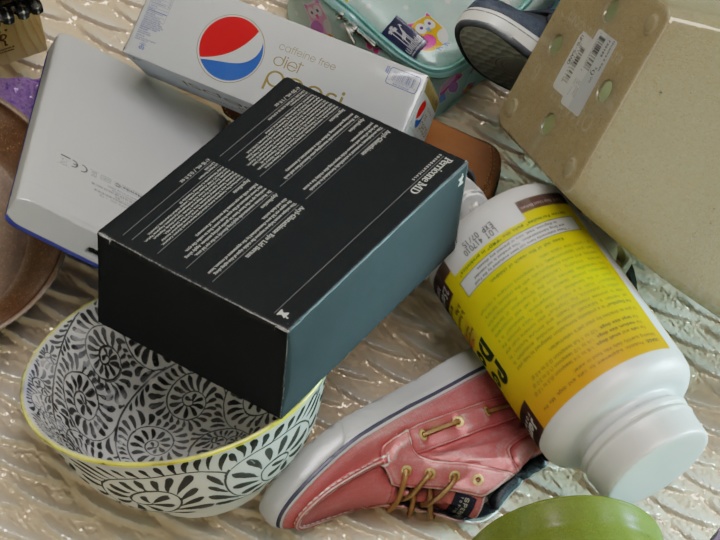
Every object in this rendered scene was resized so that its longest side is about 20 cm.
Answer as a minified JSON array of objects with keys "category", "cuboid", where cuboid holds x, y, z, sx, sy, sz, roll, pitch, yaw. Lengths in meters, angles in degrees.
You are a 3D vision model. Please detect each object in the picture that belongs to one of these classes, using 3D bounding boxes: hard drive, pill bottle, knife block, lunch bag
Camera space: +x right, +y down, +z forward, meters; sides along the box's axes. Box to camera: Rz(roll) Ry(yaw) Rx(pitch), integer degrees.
[{"category":"hard drive","cuboid":[-0.156,-0.068,1.648,0.132,0.025,0.200,27,32,-16]},{"category":"pill bottle","cuboid":[0.136,0.049,1.614,0.109,0.109,0.200,-22,62,-23]},{"category":"knife block","cuboid":[-0.263,-0.224,1.664,0.064,0.176,0.200,-19,54,-11]},{"category":"lunch bag","cuboid":[0.050,-0.213,1.811,0.160,0.077,0.200,42,60,11]}]

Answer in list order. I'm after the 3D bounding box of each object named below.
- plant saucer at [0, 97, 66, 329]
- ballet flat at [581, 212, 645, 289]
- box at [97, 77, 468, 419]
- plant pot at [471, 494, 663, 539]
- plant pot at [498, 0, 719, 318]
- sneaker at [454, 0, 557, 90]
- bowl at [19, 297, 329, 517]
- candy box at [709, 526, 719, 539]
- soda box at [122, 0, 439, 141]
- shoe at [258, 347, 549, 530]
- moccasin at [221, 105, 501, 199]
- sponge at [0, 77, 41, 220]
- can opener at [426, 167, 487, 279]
[{"category":"plant saucer","cuboid":[-0.286,-0.033,1.622,0.200,0.037,0.201,5,62,-10]},{"category":"ballet flat","cuboid":[0.166,0.018,1.714,0.068,0.068,0.200,-3,62,-17]},{"category":"box","cuboid":[-0.046,-0.018,1.542,0.141,0.079,0.200,25,44,24]},{"category":"plant pot","cuboid":[0.138,0.248,1.522,0.200,0.201,0.193,2,49,-12]},{"category":"plant pot","cuboid":[0.211,-0.102,1.648,0.177,0.200,0.200,22,16,-26]},{"category":"sneaker","cuboid":[0.150,-0.187,1.755,0.202,0.077,0.146,26,79,-47]},{"category":"bowl","cuboid":[-0.105,0.091,1.576,0.200,0.094,0.201,-8,35,6]},{"category":"candy box","cuboid":[0.328,0.249,1.620,0.200,0.072,0.168,3,61,-12]},{"category":"soda box","cuboid":[-0.051,-0.130,1.672,0.200,0.068,0.064,23,85,12]},{"category":"shoe","cuboid":[0.036,0.130,1.618,0.200,0.072,0.091,-30,67,-30]},{"category":"moccasin","cuboid":[-0.003,-0.082,1.734,0.201,0.074,0.078,27,50,-8]},{"category":"sponge","cuboid":[-0.280,-0.076,1.684,0.200,0.030,0.112,-2,62,-14]},{"category":"can opener","cuboid":[0.000,0.000,1.672,0.200,0.066,0.053,-31,105,-8]}]
